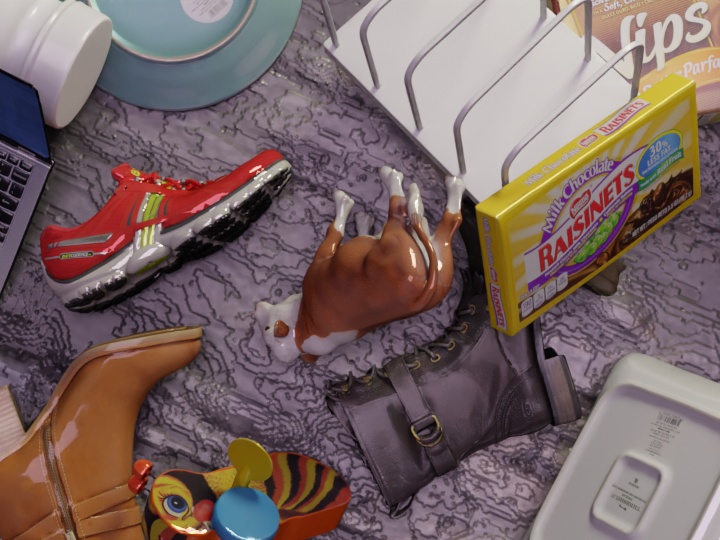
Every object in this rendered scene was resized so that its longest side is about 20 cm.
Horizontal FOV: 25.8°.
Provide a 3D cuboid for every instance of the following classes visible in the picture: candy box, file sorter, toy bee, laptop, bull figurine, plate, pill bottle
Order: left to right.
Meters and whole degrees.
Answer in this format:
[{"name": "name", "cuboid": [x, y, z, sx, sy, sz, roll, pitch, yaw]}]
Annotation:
[{"name": "laptop", "cuboid": [-0.325, -0.085, 1.108, 0.186, 0.116, 0.201, 26, 105, 3]}, {"name": "pill bottle", "cuboid": [-0.289, -0.187, 1.145, 0.199, 0.120, 0.120, 27, 85, 2]}, {"name": "plate", "cuboid": [-0.143, -0.223, 1.197, 0.199, 0.026, 0.202, 0, 83, 0]}, {"name": "toy bee", "cuboid": [-0.106, 0.164, 1.101, 0.109, 0.200, 0.131, 47, 115, 23]}, {"name": "bull figurine", "cuboid": [0.000, 0.000, 1.120, 0.065, 0.199, 0.122, 23, 66, -33]}, {"name": "file sorter", "cuboid": [0.083, -0.156, 1.089, 0.139, 0.125, 0.200, -42, 74, -7]}, {"name": "candy box", "cuboid": [0.160, -0.047, 1.079, 0.200, 0.026, 0.103, -34, 130, -27]}, {"name": "plate", "cuboid": [0.193, 0.159, 1.081, 0.032, 0.199, 0.201, 32, 84, -30]}, {"name": "candy box", "cuboid": [0.247, -0.169, 1.177, 0.199, 0.055, 0.116, -10, 84, -1]}]

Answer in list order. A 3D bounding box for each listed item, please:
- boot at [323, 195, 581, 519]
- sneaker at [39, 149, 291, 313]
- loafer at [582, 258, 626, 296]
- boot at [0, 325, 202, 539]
[{"name": "boot", "cuboid": [0.054, 0.062, 1.148, 0.173, 0.069, 0.201, -21, 85, -1]}, {"name": "sneaker", "cuboid": [-0.147, -0.047, 1.156, 0.199, 0.077, 0.085, -28, 80, -3]}, {"name": "loafer", "cuboid": [0.137, -0.071, 1.157, 0.067, 0.076, 0.200, -37, 86, 3]}, {"name": "boot", "cuboid": [-0.183, 0.136, 1.143, 0.199, 0.074, 0.156, -24, 90, 1]}]
